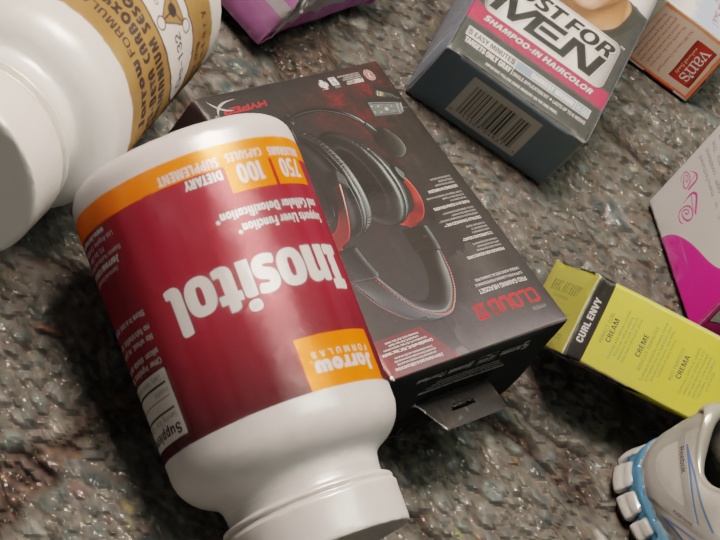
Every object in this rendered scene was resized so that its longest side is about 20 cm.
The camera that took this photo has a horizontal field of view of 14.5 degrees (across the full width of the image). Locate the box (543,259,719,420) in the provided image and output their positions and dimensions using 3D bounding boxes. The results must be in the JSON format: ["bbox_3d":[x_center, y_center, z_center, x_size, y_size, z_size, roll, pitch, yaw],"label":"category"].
[{"bbox_3d":[0.190,0.061,1.545,0.199,0.050,0.075,26,-1,-18],"label":"box"}]

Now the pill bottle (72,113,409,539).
[{"bbox_3d":[-0.051,0.038,1.320,0.113,0.113,0.201,-11,74,-45],"label":"pill bottle"}]

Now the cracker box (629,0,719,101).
[{"bbox_3d":[0.158,-0.215,1.808,0.199,0.058,0.134,35,39,-6],"label":"cracker box"}]

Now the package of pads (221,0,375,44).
[{"bbox_3d":[-0.068,-0.228,1.615,0.200,0.076,0.120,50,36,12],"label":"package of pads"}]

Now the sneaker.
[{"bbox_3d":[0.203,0.157,1.458,0.075,0.087,0.201,-2,56,-43],"label":"sneaker"}]

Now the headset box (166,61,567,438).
[{"bbox_3d":[0.000,0.000,1.447,0.148,0.075,0.200,-15,64,-48],"label":"headset box"}]

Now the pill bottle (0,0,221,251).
[{"bbox_3d":[-0.154,-0.096,1.378,0.114,0.114,0.200,38,38,-3],"label":"pill bottle"}]

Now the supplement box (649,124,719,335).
[{"bbox_3d":[0.270,-0.053,1.628,0.103,0.200,0.102,14,45,-32],"label":"supplement box"}]

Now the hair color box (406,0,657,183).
[{"bbox_3d":[0.116,-0.160,1.671,0.099,0.061,0.201,34,56,-8],"label":"hair color box"}]
